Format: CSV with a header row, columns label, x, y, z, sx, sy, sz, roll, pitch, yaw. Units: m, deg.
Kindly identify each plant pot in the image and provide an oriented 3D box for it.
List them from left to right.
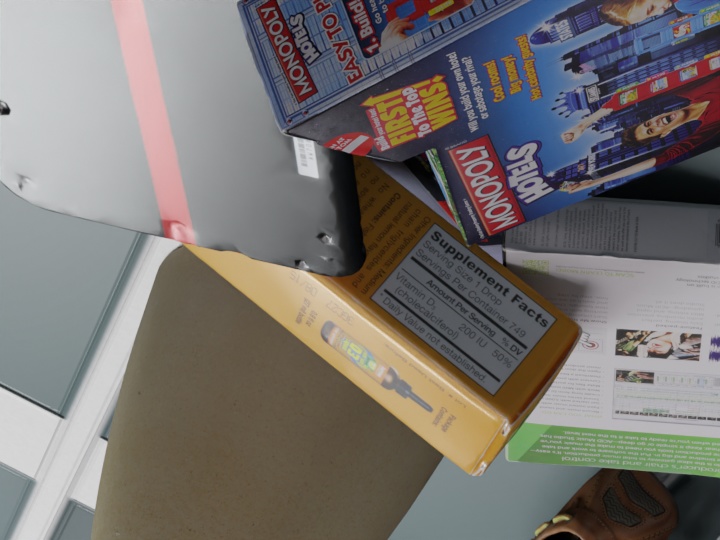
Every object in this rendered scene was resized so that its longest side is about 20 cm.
label,x,y,z,sx,sy,sz,roll,pitch,yaw
plant pot,-0.062,0.120,1.488,0.186,0.201,0.188,19,151,11

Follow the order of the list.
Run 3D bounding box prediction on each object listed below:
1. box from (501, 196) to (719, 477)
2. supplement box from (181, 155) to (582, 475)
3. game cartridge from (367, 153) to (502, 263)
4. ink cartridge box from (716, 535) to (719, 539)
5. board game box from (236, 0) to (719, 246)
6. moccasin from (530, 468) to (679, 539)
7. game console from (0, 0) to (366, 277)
label,x,y,z,sx,sy,sz,roll,pitch,yaw
box,0.138,0.035,1.324,0.143,0.037,0.200,4,147,5
supplement box,0.000,0.000,1.267,0.200,0.069,0.067,41,153,7
game cartridge,0.020,-0.059,1.302,0.129,0.039,0.200,1,143,45
ink cartridge box,0.230,0.195,1.497,0.199,0.067,0.116,20,152,-4
board game box,0.063,-0.090,1.073,0.199,0.062,0.200,-20,155,1
moccasin,0.115,0.176,1.550,0.074,0.078,0.202,49,153,9
game console,-0.086,-0.080,1.159,0.176,0.031,0.200,12,146,15
